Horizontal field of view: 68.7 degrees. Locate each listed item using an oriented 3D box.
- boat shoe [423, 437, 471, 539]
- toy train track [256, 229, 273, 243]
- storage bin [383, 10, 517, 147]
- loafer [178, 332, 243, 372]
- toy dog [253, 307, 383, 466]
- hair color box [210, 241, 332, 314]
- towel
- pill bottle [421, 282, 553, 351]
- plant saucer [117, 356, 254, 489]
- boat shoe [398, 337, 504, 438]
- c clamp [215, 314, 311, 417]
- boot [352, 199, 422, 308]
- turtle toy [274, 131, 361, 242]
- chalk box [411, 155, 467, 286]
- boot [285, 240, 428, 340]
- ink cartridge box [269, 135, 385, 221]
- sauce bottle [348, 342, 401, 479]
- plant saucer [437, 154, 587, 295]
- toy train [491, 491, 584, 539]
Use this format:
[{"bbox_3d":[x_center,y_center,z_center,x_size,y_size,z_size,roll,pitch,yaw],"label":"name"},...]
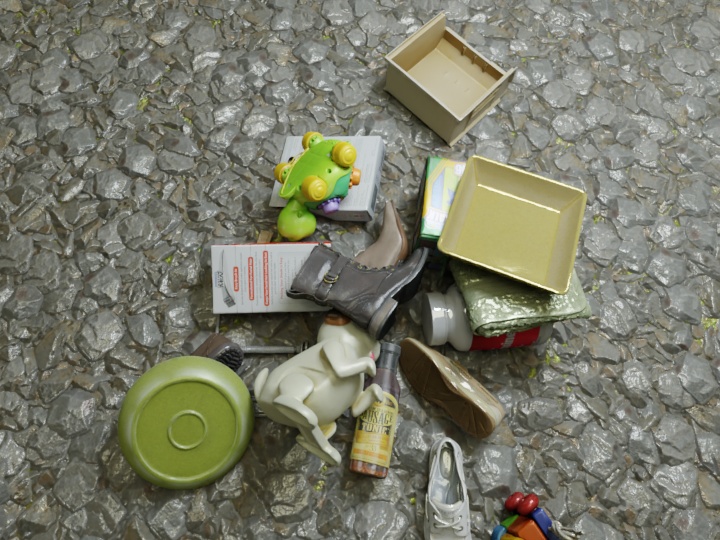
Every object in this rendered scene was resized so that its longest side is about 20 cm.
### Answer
[{"bbox_3d":[0.125,0.351,0.773,0.069,0.070,0.205,-4,66,7],"label":"boat shoe"},{"bbox_3d":[-0.142,-0.015,0.929,0.195,0.033,0.117,13,68,1],"label":"toy train track"},{"bbox_3d":[0.180,-0.392,1.066,0.200,0.094,0.198,43,72,14],"label":"storage bin"},{"bbox_3d":[-0.271,0.177,0.829,0.199,0.074,0.071,-40,44,-9],"label":"loafer"},{"bbox_3d":[-0.048,0.158,0.801,0.191,0.141,0.201,7,46,44],"label":"toy dog"},{"bbox_3d":[-0.145,0.010,0.882,0.195,0.064,0.114,-1,95,-5],"label":"hair color box"},{"bbox_3d":[0.245,0.022,0.815,0.195,0.037,0.151,-9,55,-8],"label":"towel"},{"bbox_3d":[0.205,0.073,0.870,0.195,0.113,0.115,-4,68,-4],"label":"pill bottle"},{"bbox_3d":[-0.254,0.230,0.774,0.195,0.031,0.206,-1,95,-17],"label":"plant saucer"},{"bbox_3d":[0.143,0.182,0.855,0.200,0.072,0.064,44,37,22],"label":"boat shoe"},{"bbox_3d":[-0.156,0.153,0.864,0.195,0.027,0.175,5,68,0],"label":"c clamp"},{"bbox_3d":[0.019,-0.013,0.913,0.143,0.070,0.204,-20,60,10],"label":"boot"},{"bbox_3d":[-0.078,-0.143,0.909,0.201,0.101,0.145,-50,41,-7],"label":"turtle toy"},{"bbox_3d":[0.158,-0.074,0.921,0.121,0.125,0.205,8,69,0],"label":"chalk box"},{"bbox_3d":[0.000,0.000,0.817,0.172,0.070,0.201,29,53,17],"label":"boot"},{"bbox_3d":[-0.060,-0.178,1.004,0.195,0.057,0.166,2,67,21],"label":"ink cartridge box"},{"bbox_3d":[0.028,0.217,0.829,0.064,0.066,0.205,9,68,1],"label":"sauce bottle"},{"bbox_3d":[0.233,-0.067,0.816,0.196,0.049,0.203,20,62,9],"label":"plant saucer"},{"bbox_3d":[0.217,0.371,0.706,0.115,0.201,0.085,-34,73,-11],"label":"toy train"}]
